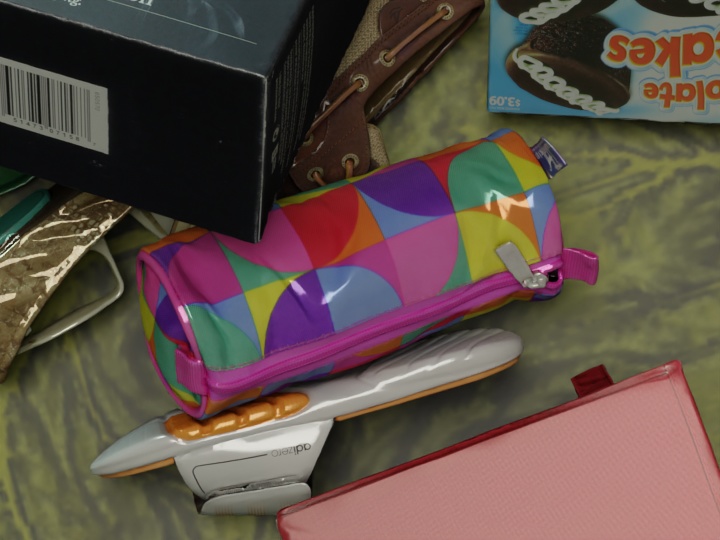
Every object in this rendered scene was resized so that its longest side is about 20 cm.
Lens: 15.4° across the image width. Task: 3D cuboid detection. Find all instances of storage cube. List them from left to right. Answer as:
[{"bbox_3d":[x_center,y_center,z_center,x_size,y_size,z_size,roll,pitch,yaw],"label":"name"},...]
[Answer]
[{"bbox_3d":[0.081,0.156,1.136,0.179,0.171,0.201,-21,81,3],"label":"storage cube"}]

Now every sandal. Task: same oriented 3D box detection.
[{"bbox_3d":[-0.021,0.079,1.200,0.205,0.079,0.060,-15,96,6],"label":"sandal"}]

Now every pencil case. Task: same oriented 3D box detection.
[{"bbox_3d":[0.000,0.000,1.182,0.199,0.088,0.089,-19,81,-15],"label":"pencil case"}]

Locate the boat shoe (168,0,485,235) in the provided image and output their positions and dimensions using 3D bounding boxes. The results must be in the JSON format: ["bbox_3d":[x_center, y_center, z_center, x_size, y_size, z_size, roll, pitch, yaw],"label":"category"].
[{"bbox_3d":[-0.015,-0.061,1.227,0.072,0.072,0.200,35,80,10],"label":"boat shoe"}]

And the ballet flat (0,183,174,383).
[{"bbox_3d":[-0.122,-0.025,1.240,0.200,0.071,0.065,-43,107,0],"label":"ballet flat"}]

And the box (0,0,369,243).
[{"bbox_3d":[-0.102,-0.135,1.136,0.199,0.104,0.183,16,51,9],"label":"box"}]

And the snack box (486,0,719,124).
[{"bbox_3d":[0.158,-0.125,1.205,0.198,0.037,0.117,3,122,5],"label":"snack box"}]

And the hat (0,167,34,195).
[{"bbox_3d":[-0.201,-0.118,1.192,0.165,0.176,0.201,-28,81,1],"label":"hat"}]
